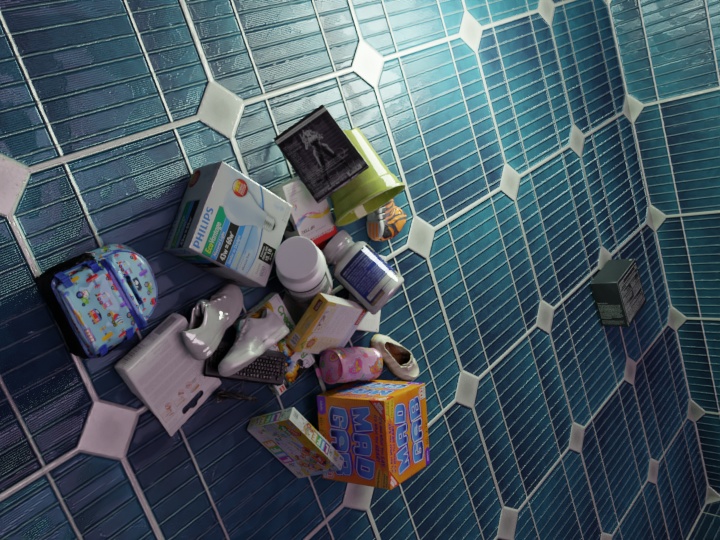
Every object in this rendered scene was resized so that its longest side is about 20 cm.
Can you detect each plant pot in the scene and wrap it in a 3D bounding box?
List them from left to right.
[{"bbox_3d":[-0.016,-0.239,1.549,0.199,0.200,0.186,-25,85,-39],"label":"plant pot"}]

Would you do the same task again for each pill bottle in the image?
[{"bbox_3d":[-0.128,0.004,1.420,0.200,0.112,0.116,77,29,-70],"label":"pill bottle"},{"bbox_3d":[0.000,0.000,1.554,0.200,0.120,0.120,43,57,5],"label":"pill bottle"}]

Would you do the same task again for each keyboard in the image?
[{"bbox_3d":[-0.254,0.231,1.386,0.198,0.020,0.130,15,80,-37],"label":"keyboard"}]

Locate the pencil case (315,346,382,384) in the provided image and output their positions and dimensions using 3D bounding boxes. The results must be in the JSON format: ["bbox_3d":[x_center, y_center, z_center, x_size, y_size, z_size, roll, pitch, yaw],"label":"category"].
[{"bbox_3d":[-0.024,0.236,1.566,0.199,0.086,0.089,6,84,-55],"label":"pencil case"}]

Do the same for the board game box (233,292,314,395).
[{"bbox_3d":[-0.199,0.171,1.468,0.126,0.034,0.202,-41,115,-34],"label":"board game box"}]

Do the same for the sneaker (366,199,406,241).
[{"bbox_3d":[0.070,-0.184,1.704,0.111,0.077,0.204,-7,103,-45],"label":"sneaker"}]

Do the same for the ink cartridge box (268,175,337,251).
[{"bbox_3d":[-0.131,-0.122,1.518,0.115,0.067,0.203,-32,109,-38],"label":"ink cartridge box"}]

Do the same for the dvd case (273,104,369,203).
[{"bbox_3d":[-0.094,-0.275,1.473,0.148,0.016,0.201,-35,74,-3],"label":"dvd case"}]

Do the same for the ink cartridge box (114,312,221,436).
[{"bbox_3d":[-0.391,0.215,1.301,0.161,0.049,0.202,-47,136,-33],"label":"ink cartridge box"}]

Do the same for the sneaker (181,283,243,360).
[{"bbox_3d":[-0.310,0.084,1.310,0.202,0.074,0.089,-72,145,-46],"label":"sneaker"}]

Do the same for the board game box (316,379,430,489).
[{"bbox_3d":[0.034,0.388,1.532,0.199,0.197,0.204,-5,92,-56],"label":"board game box"}]

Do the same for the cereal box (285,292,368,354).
[{"bbox_3d":[-0.075,0.132,1.495,0.145,0.039,0.199,-55,151,8],"label":"cereal box"}]

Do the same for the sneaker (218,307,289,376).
[{"bbox_3d":[-0.245,0.150,1.352,0.089,0.075,0.199,53,40,1],"label":"sneaker"}]

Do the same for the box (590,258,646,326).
[{"bbox_3d":[1.030,0.086,2.509,0.199,0.122,0.201,-36,113,-38],"label":"box"}]

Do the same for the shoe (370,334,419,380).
[{"bbox_3d":[0.104,0.244,1.723,0.200,0.053,0.071,42,62,-32],"label":"shoe"}]

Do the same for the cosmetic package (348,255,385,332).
[{"bbox_3d":[0.014,0.056,1.651,0.082,0.050,0.204,13,80,-38],"label":"cosmetic package"}]

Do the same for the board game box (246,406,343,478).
[{"bbox_3d":[-0.147,0.398,1.439,0.201,0.133,0.035,51,36,-27],"label":"board game box"}]

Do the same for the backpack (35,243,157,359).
[{"bbox_3d":[-0.465,0.046,1.172,0.199,0.133,0.186,-33,110,-40],"label":"backpack"}]

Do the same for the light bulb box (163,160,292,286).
[{"bbox_3d":[-0.280,-0.093,1.346,0.199,0.124,0.202,30,70,-38],"label":"light bulb box"}]
